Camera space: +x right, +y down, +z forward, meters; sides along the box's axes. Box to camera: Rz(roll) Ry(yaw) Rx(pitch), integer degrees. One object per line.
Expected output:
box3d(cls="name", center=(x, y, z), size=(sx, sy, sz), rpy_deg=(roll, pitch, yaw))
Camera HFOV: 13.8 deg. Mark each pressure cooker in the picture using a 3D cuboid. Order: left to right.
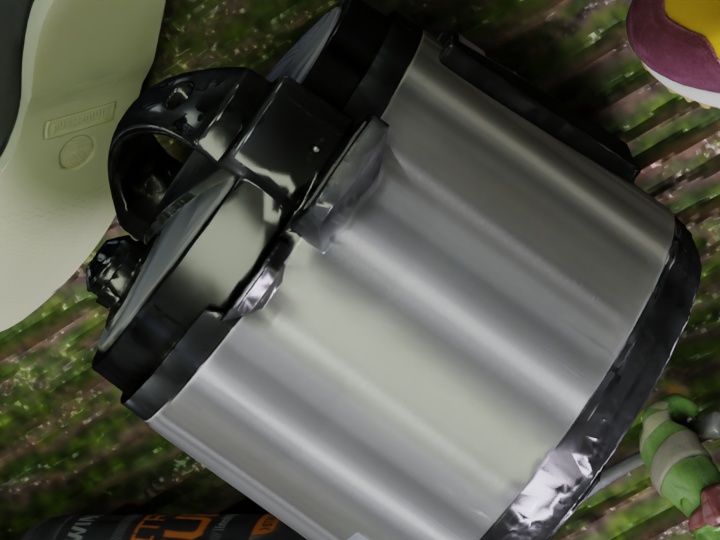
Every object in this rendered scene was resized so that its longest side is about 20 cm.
box3d(cls="pressure cooker", center=(-0.001, 0.002, 1.047), size=(0.200, 0.179, 0.176), rpy_deg=(35, 121, -6))

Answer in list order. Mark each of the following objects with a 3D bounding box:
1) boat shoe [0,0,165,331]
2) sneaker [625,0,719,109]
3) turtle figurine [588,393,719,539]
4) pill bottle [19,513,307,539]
box3d(cls="boat shoe", center=(-0.126, -0.059, 1.116), size=(0.063, 0.073, 0.202), rpy_deg=(50, 136, 31))
box3d(cls="sneaker", center=(0.170, -0.103, 0.983), size=(0.199, 0.075, 0.090), rpy_deg=(0, 149, 32))
box3d(cls="turtle figurine", center=(0.178, 0.087, 1.106), size=(0.194, 0.200, 0.144), rpy_deg=(-41, 78, 6))
box3d(cls="pill bottle", center=(-0.075, 0.149, 1.175), size=(0.199, 0.106, 0.107), rpy_deg=(-2, 115, 13))
